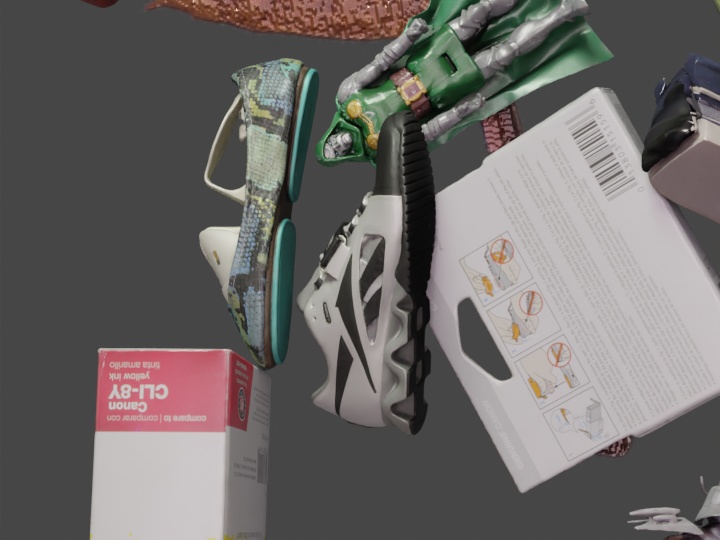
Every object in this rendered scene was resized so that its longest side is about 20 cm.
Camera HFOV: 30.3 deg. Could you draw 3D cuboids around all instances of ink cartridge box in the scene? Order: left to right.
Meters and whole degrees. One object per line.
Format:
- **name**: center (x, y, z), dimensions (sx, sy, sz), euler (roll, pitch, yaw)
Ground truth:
- **ink cartridge box**: center (-0.105, 0.156, 0.795), dimensions (0.082, 0.145, 0.204), euler (0, 79, 5)
- **ink cartridge box**: center (0.133, 0.015, 0.853), dimensions (0.172, 0.043, 0.202), euler (-31, 84, 21)

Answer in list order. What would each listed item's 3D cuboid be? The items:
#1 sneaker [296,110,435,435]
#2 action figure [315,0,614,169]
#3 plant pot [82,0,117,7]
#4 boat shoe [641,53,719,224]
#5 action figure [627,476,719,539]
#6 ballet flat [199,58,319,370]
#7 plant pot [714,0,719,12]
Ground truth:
- **sneaker**: center (0.000, 0.000, 0.839), dimensions (0.087, 0.074, 0.204), euler (6, 97, 18)
- **action figure**: center (0.053, -0.129, 0.866), dimensions (0.199, 0.055, 0.119), euler (-37, 87, 5)
- **plant pot**: center (-0.230, -0.313, 0.835), dimensions (0.197, 0.176, 0.203), euler (20, 87, 6)
- **boat shoe**: center (0.263, -0.059, 0.835), dimensions (0.199, 0.075, 0.094), euler (32, 45, -20)
- **action figure**: center (0.211, 0.225, 0.821), dimensions (0.128, 0.069, 0.203), euler (7, 82, 12)
- **ballet flat**: center (-0.070, -0.038, 0.860), dimensions (0.073, 0.074, 0.203), euler (6, 77, 4)
- **plant pot**: center (0.288, -0.266, 0.766), dimensions (0.187, 0.200, 0.203), euler (-11, 85, 11)
